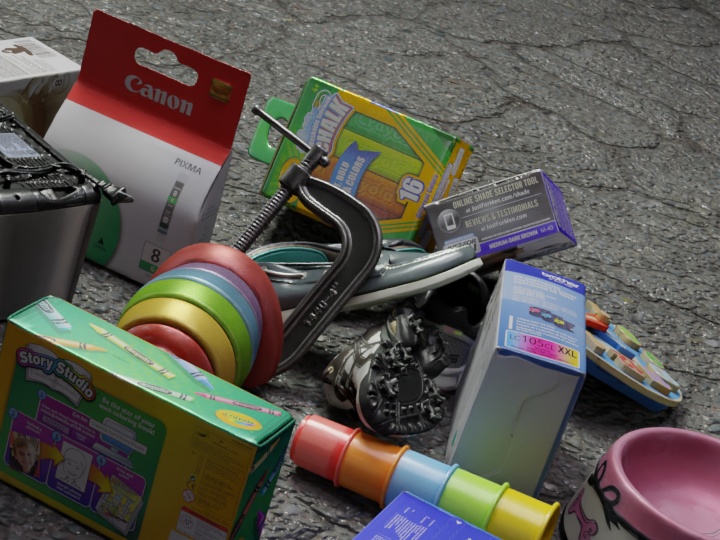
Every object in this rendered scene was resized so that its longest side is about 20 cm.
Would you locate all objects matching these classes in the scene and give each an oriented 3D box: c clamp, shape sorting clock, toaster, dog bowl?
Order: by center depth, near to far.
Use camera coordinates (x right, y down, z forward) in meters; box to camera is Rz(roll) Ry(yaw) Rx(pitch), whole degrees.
[{"bbox_3d":[0.257,0.193,1.393,0.199,0.074,0.200,14,24,-6],"label":"dog bowl"},{"bbox_3d":[-0.319,-0.049,1.466,0.180,0.119,0.200,-8,34,-43],"label":"toaster"},{"bbox_3d":[-0.073,-0.016,1.508,0.171,0.200,0.027,30,-11,20],"label":"c clamp"},{"bbox_3d":[0.207,0.054,1.641,0.200,0.039,0.200,35,15,-11],"label":"shape sorting clock"}]

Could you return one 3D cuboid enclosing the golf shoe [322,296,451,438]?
[{"bbox_3d":[0.014,0.094,1.435,0.078,0.094,0.200,55,17,-7],"label":"golf shoe"}]

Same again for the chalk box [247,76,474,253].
[{"bbox_3d":[-0.012,-0.103,1.744,0.199,0.125,0.124,22,3,11],"label":"chalk box"}]

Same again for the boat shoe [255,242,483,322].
[{"bbox_3d":[0.000,0.000,1.519,0.199,0.062,0.073,-14,-5,12],"label":"boat shoe"}]

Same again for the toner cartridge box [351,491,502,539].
[{"bbox_3d":[0.024,0.220,1.217,0.095,0.043,0.200,26,26,17],"label":"toner cartridge box"}]

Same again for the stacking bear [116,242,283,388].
[{"bbox_3d":[-0.139,0.069,1.361,0.121,0.114,0.200,20,29,7],"label":"stacking bear"}]

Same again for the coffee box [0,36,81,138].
[{"bbox_3d":[-0.352,-0.134,1.633,0.080,0.115,0.200,31,29,28],"label":"coffee box"}]

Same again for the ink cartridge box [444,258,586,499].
[{"bbox_3d":[0.124,0.083,1.460,0.076,0.137,0.200,18,24,-3],"label":"ink cartridge box"}]

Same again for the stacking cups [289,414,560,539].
[{"bbox_3d":[0.046,0.158,1.350,0.199,0.061,0.060,23,25,18],"label":"stacking cups"}]

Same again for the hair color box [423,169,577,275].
[{"bbox_3d":[0.131,-0.040,1.677,0.109,0.065,0.200,-17,-7,10],"label":"hair color box"}]

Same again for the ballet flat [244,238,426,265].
[{"bbox_3d":[-0.033,0.006,1.619,0.199,0.073,0.073,-5,32,-28],"label":"ballet flat"}]

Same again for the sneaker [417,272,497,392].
[{"bbox_3d":[0.097,0.036,1.601,0.074,0.088,0.200,25,25,18],"label":"sneaker"}]

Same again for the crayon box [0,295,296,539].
[{"bbox_3d":[-0.153,0.114,1.230,0.199,0.119,0.058,25,25,16],"label":"crayon box"}]

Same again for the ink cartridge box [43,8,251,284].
[{"bbox_3d":[-0.191,-0.098,1.556,0.160,0.201,0.050,24,25,15],"label":"ink cartridge box"}]
